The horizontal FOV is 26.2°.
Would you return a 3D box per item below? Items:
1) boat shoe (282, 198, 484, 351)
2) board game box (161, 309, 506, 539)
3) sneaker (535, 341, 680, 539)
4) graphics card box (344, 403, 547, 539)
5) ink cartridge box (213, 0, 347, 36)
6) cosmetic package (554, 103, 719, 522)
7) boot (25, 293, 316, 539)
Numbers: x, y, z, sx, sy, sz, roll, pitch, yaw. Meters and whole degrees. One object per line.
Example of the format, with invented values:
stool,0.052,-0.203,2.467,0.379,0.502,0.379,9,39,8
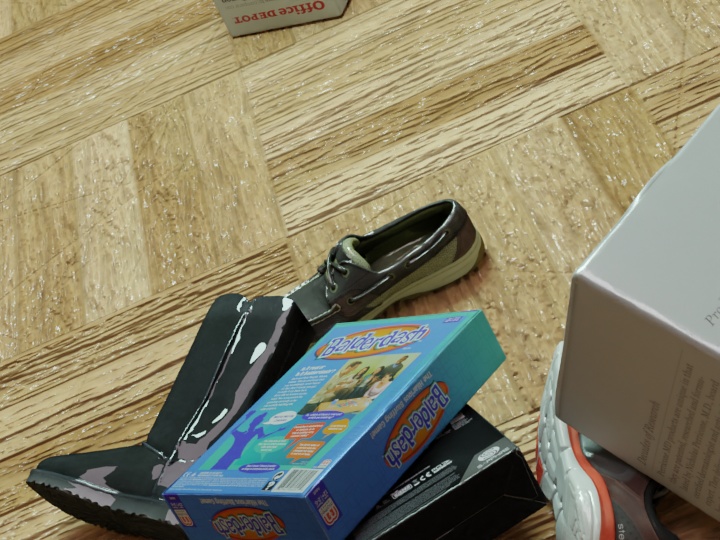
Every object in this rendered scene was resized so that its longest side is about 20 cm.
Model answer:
boat shoe,0.001,0.000,1.252,0.200,0.066,0.072,-26,39,2
board game box,-0.016,0.104,1.039,0.152,0.045,0.200,-8,28,48
sneaker,0.164,0.127,1.016,0.081,0.077,0.200,4,39,-5
graphics card box,0.030,0.137,1.037,0.125,0.051,0.200,-31,18,-9
ink cartridge box,-0.099,-0.381,1.673,0.145,0.200,0.145,-7,43,25
cosmetic package,0.245,0.043,0.918,0.200,0.165,0.165,32,61,23
boot,-0.144,0.102,1.186,0.164,0.066,0.201,11,62,24
